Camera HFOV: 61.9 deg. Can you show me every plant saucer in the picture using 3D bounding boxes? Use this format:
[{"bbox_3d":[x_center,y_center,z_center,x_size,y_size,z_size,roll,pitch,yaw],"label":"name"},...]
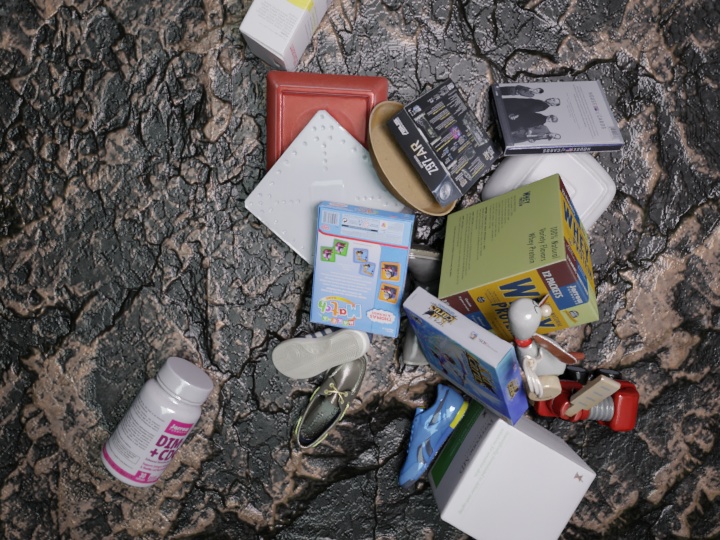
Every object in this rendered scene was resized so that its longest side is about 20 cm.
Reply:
[{"bbox_3d":[0.077,-0.171,0.950,0.035,0.200,0.201,-30,99,40],"label":"plant saucer"},{"bbox_3d":[-0.058,-0.213,0.973,0.196,0.037,0.203,4,108,1],"label":"plant saucer"}]

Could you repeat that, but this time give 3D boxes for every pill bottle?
[{"bbox_3d":[-0.349,0.259,1.041,0.113,0.113,0.201,34,94,-5],"label":"pill bottle"}]

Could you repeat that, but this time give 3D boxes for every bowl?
[{"bbox_3d":[0.336,-0.135,1.052,0.199,0.075,0.200,42,94,-5],"label":"bowl"}]

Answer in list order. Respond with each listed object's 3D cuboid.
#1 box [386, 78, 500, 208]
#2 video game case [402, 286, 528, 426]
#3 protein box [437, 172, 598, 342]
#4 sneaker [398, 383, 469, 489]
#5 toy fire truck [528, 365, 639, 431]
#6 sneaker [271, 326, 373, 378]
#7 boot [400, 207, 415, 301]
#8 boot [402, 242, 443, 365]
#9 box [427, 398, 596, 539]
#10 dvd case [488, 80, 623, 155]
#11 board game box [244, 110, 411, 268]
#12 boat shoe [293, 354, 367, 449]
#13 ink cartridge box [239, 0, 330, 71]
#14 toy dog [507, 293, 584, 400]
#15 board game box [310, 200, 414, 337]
[{"bbox_3d":[0.142,-0.214,0.981,0.043,0.200,0.161,-30,100,40],"label":"box"},{"bbox_3d":[0.164,0.136,0.926,0.045,0.180,0.201,-46,140,-15],"label":"video game case"},{"bbox_3d":[0.247,-0.011,0.947,0.198,0.200,0.135,-20,127,30],"label":"protein box"},{"bbox_3d":[0.115,0.300,1.095,0.078,0.066,0.202,33,93,6],"label":"sneaker"},{"bbox_3d":[0.402,0.219,1.026,0.173,0.200,0.131,6,96,-3],"label":"toy fire truck"},{"bbox_3d":[-0.063,0.136,1.069,0.197,0.084,0.076,-14,100,24],"label":"sneaker"},{"bbox_3d":[0.017,-0.052,1.046,0.162,0.066,0.204,0,102,-15],"label":"boot"},{"bbox_3d":[0.099,0.060,1.035,0.180,0.072,0.203,12,100,-42],"label":"boot"},{"bbox_3d":[0.253,0.359,1.048,0.198,0.171,0.201,30,94,-5],"label":"box"},{"bbox_3d":[0.329,-0.262,1.021,0.196,0.025,0.152,-2,58,-2],"label":"dvd case"},{"bbox_3d":[-0.052,-0.116,0.971,0.199,0.026,0.200,41,104,-10],"label":"board game box"},{"bbox_3d":[-0.051,0.232,1.078,0.072,0.060,0.203,35,93,-5],"label":"boat shoe"},{"bbox_3d":[-0.105,-0.435,0.965,0.083,0.145,0.202,29,94,-4],"label":"ink cartridge box"},{"bbox_3d":[0.261,0.103,0.828,0.095,0.200,0.134,-17,72,10],"label":"toy dog"},{"bbox_3d":[0.000,0.000,0.963,0.149,0.037,0.203,10,113,7],"label":"board game box"}]
